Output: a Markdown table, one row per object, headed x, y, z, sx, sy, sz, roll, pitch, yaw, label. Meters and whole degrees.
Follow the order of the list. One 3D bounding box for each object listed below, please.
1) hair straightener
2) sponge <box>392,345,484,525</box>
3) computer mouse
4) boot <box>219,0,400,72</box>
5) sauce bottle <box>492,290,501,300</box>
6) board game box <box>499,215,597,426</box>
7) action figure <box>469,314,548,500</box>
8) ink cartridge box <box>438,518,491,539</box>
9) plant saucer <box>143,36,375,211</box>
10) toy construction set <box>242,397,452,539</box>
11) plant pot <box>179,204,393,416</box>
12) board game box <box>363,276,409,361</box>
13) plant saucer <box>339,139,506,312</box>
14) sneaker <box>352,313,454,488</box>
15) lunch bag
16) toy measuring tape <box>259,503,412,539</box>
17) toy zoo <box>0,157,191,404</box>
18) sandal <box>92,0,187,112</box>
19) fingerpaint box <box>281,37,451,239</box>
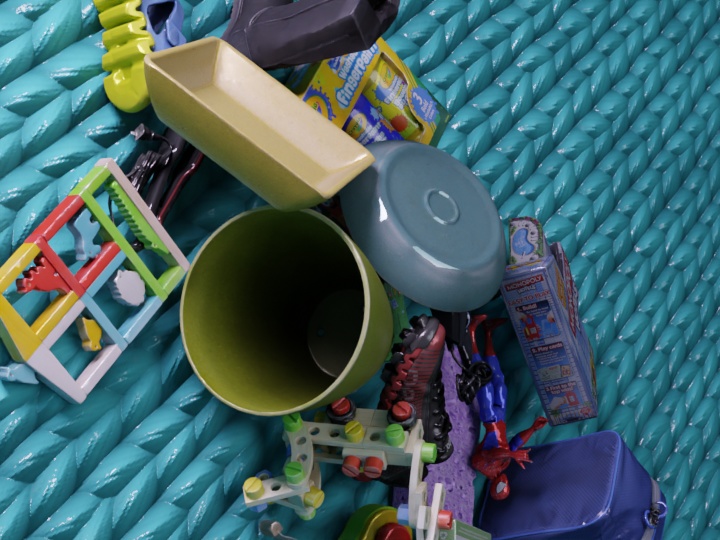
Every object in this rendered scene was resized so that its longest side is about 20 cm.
| x | y | z | sx | sy | sz | roll | pitch | yaw | label |
| --- | --- | --- | --- | --- | --- | --- | --- | --- | --- |
| -0.194 | -0.097 | 1.322 | 0.077 | 0.041 | 0.201 | 46 | 54 | -29 | hair straightener |
| 0.088 | 0.176 | 1.556 | 0.111 | 0.030 | 0.203 | 28 | 60 | -41 | sponge |
| 0.101 | 0.035 | 1.473 | 0.140 | 0.045 | 0.203 | 6 | 65 | -78 | computer mouse |
| -0.045 | -0.261 | 1.399 | 0.066 | 0.198 | 0.166 | 40 | 53 | -33 | boot |
| 0.091 | -0.002 | 1.568 | 0.199 | 0.064 | 0.066 | 7 | 74 | -54 | sauce bottle |
| 0.213 | 0.036 | 1.631 | 0.202 | 0.061 | 0.201 | -85 | 155 | -46 | board game box |
| 0.164 | 0.149 | 1.560 | 0.065 | 0.098 | 0.203 | 8 | 77 | -46 | action figure |
| 0.094 | 0.364 | 1.457 | 0.145 | 0.047 | 0.203 | 40 | 50 | -65 | ink cartridge box |
| -0.095 | -0.127 | 1.287 | 0.199 | 0.049 | 0.200 | 38 | 19 | 2 | plant saucer |
| -0.003 | 0.189 | 1.341 | 0.093 | 0.197 | 0.132 | 98 | 9 | -47 | toy construction set |
| -0.043 | 0.049 | 1.346 | 0.200 | 0.185 | 0.190 | 23 | 61 | -67 | plant pot |
| 0.000 | 0.000 | 1.513 | 0.104 | 0.023 | 0.203 | -7 | 84 | -50 | board game box |
| 0.072 | -0.055 | 1.407 | 0.198 | 0.036 | 0.202 | 20 | 49 | -24 | plant saucer |
| 0.058 | 0.137 | 1.415 | 0.097 | 0.202 | 0.071 | 22 | 27 | 5 | sneaker |
| 0.247 | 0.276 | 1.579 | 0.133 | 0.198 | 0.137 | 51 | 42 | -29 | lunch bag |
| -0.010 | 0.255 | 1.403 | 0.199 | 0.073 | 0.075 | 27 | 61 | -34 | toy measuring tape |
| -0.241 | 0.019 | 1.221 | 0.201 | 0.020 | 0.132 | -53 | 124 | -31 | toy zoo |
| -0.201 | -0.247 | 1.326 | 0.087 | 0.079 | 0.203 | -6 | 92 | -51 | sandal |
| -0.006 | -0.146 | 1.484 | 0.167 | 0.073 | 0.201 | 45 | 46 | -21 | fingerpaint box |
